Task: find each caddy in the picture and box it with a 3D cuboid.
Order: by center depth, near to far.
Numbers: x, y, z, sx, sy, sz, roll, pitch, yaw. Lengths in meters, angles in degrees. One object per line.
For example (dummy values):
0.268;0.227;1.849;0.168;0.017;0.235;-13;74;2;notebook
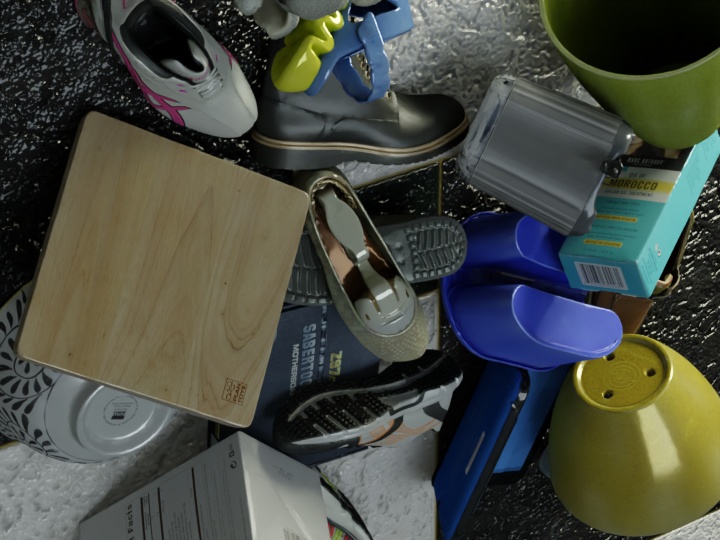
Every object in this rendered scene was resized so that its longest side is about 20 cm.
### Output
0.161;0.019;1.606;0.200;0.105;0.142;16;74;-40;caddy

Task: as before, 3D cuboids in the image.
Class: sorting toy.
-0.164;0.004;1.355;0.198;0.070;0.201;20;75;-23;sorting toy

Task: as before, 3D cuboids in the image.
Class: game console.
0.162;0.168;1.728;0.118;0.171;0.201;16;113;-12;game console

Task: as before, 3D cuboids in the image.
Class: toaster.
0.157;-0.101;1.467;0.129;0.200;0.114;25;96;3;toaster

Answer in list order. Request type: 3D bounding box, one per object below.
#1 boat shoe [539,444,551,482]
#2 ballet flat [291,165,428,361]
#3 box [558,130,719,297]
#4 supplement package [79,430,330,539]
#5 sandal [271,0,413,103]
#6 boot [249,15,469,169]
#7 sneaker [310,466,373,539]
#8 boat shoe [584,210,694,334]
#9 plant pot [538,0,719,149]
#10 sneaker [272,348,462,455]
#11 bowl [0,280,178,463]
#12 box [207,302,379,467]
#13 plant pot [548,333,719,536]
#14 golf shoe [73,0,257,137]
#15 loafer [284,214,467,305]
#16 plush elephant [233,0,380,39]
0.286;0.180;1.846;0.200;0.072;0.068;-32;130;-13;boat shoe
0.000;0.000;1.437;0.067;0.062;0.200;-33;104;-7;ballet flat
0.263;-0.067;1.578;0.200;0.082;0.049;-59;140;-32;box
-0.140;0.256;1.528;0.200;0.120;0.121;-32;139;24;supplement package
0.006;-0.210;1.325;0.087;0.079;0.201;30;77;-18;sandal
0.008;-0.162;1.408;0.199;0.077;0.139;-11;122;-29;boot
-0.046;0.258;1.684;0.085;0.077;0.200;-36;125;1;sneaker
0.283;0.003;1.718;0.072;0.068;0.201;-12;129;-30;boat shoe
0.268;-0.197;1.505;0.187;0.187;0.200;-39;149;-4;plant pot
0.008;0.140;1.556;0.199;0.074;0.080;-14;131;-30;sneaker
-0.215;0.095;1.426;0.200;0.094;0.201;-19;131;-23;bowl
-0.060;0.097;1.562;0.157;0.051;0.201;-14;129;-27;box
0.277;0.148;1.726;0.200;0.200;0.142;-32;134;-11;plant pot
-0.139;-0.155;1.297;0.073;0.092;0.200;-47;136;2;golf shoe
-0.007;-0.012;1.503;0.199;0.070;0.076;-4;97;-13;loafer
-0.062;-0.245;1.225;0.200;0.155;0.164;-14;173;-44;plush elephant
